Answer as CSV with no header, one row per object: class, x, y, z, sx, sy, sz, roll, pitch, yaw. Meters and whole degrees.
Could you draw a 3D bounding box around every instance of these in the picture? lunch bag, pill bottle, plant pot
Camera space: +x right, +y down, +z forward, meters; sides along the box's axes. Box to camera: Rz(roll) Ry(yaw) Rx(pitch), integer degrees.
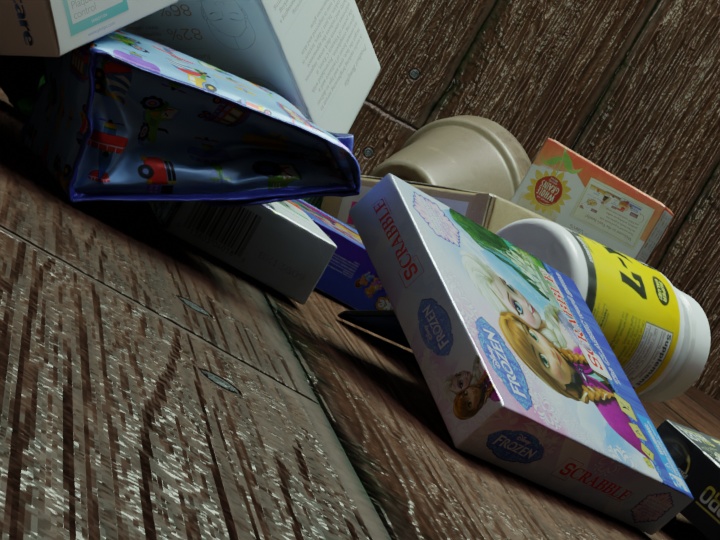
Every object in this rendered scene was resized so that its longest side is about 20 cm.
lunch bag,-0.097,-0.094,1.179,0.199,0.095,0.151,6,14,-23
pill bottle,0.183,0.038,1.480,0.199,0.115,0.114,20,11,-45
plant pot,0.092,-0.084,2.276,0.200,0.201,0.174,33,22,24

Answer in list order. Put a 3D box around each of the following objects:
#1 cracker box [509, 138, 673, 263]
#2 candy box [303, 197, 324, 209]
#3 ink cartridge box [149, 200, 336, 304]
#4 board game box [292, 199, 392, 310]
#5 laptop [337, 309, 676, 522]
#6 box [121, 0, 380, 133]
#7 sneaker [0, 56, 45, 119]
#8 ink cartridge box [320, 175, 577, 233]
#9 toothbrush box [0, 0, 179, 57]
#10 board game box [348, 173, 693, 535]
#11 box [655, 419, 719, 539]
cracker box,0.186,-0.004,1.775,0.134,0.201,0.058,32,4,19
candy box,-0.091,-0.098,1.756,0.199,0.077,0.169,25,9,-46
ink cartridge box,-0.092,-0.044,1.314,0.109,0.051,0.200,29,6,-18
board game box,0.000,0.000,1.489,0.199,0.045,0.134,29,5,-31
laptop,0.102,0.100,1.308,0.177,0.103,0.201,25,33,-51
box,-0.097,-0.182,1.310,0.151,0.107,0.201,4,-42,28
sneaker,-0.211,-0.123,1.384,0.200,0.078,0.086,37,39,-21
ink cartridge box,0.083,-0.024,1.678,0.199,0.076,0.164,11,-6,44
toothbrush box,-0.206,-0.195,1.153,0.199,0.086,0.146,5,28,40
board game box,0.100,0.052,1.170,0.199,0.041,0.201,27,28,-43
box,0.288,0.181,1.303,0.161,0.049,0.200,45,12,29
